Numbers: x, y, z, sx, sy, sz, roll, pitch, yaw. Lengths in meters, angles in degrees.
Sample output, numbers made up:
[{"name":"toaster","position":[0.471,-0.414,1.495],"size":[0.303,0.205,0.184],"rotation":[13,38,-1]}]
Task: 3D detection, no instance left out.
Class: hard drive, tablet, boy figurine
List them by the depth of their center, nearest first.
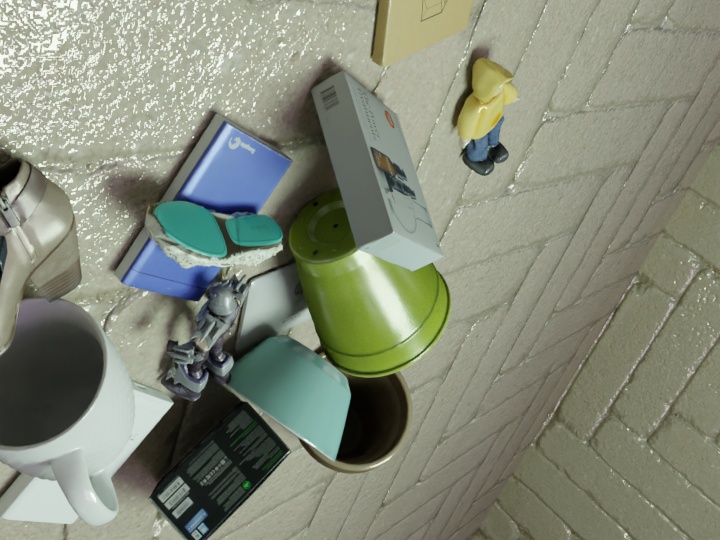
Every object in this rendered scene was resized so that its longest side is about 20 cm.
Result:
[{"name":"hard drive","position":[-0.169,-0.062,0.874],"size":[0.202,0.025,0.131],"rotation":[-55,153,8]},{"name":"hard drive","position":[-0.333,0.222,0.972],"size":[0.201,0.027,0.132],"rotation":[-50,153,-3]},{"name":"tablet","position":[-0.092,0.036,1.129],"size":[0.198,0.014,0.132],"rotation":[-24,142,-43]},{"name":"boy figurine","position":[0.194,-0.237,1.176],"size":[0.124,0.064,0.201],"rotation":[-38,153,-19]}]

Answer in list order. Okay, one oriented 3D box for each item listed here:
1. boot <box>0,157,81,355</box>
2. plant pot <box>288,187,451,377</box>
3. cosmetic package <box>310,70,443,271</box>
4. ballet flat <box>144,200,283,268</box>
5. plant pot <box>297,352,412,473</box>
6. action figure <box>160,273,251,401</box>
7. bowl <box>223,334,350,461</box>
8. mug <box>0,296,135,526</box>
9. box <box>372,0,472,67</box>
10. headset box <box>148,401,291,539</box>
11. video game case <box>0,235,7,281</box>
[{"name":"boot","position":[-0.330,-0.002,0.669],"size":[0.199,0.070,0.148],"rotation":[-41,145,-22]},{"name":"plant pot","position":[0.000,0.000,1.044],"size":[0.200,0.199,0.194],"rotation":[-42,135,-14]},{"name":"cosmetic package","position":[0.022,-0.111,0.924],"size":[0.051,0.204,0.150],"rotation":[-23,162,20]},{"name":"ballet flat","position":[-0.159,-0.026,0.839],"size":[0.199,0.072,0.073],"rotation":[4,122,-57]},{"name":"plant pot","position":[-0.024,0.248,1.330],"size":[0.199,0.201,0.175],"rotation":[-38,168,-22]},{"name":"action figure","position":[-0.186,0.080,0.957],"size":[0.130,0.069,0.202],"rotation":[-47,167,-43]},{"name":"bowl","position":[-0.092,0.165,1.105],"size":[0.106,0.199,0.201],"rotation":[-56,154,-12]},{"name":"mug","position":[-0.286,0.152,0.774],"size":[0.145,0.202,0.176],"rotation":[-25,154,-13]},{"name":"box","position":[0.085,-0.350,0.912],"size":[0.162,0.021,0.202],"rotation":[-33,148,-32]},{"name":"headset box","position":[-0.196,0.275,1.105],"size":[0.174,0.093,0.200],"rotation":[-44,-179,-15]},{"name":"video game case","position":[-0.317,0.020,0.526],"size":[0.140,0.200,0.019],"rotation":[-7,112,-18]}]
